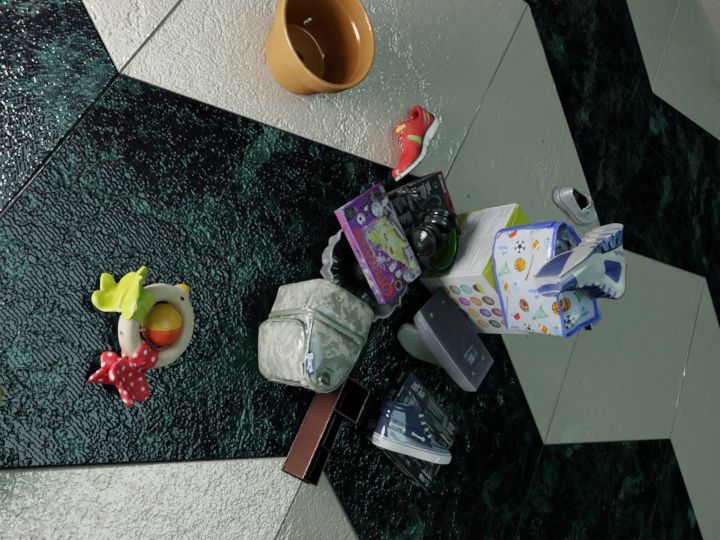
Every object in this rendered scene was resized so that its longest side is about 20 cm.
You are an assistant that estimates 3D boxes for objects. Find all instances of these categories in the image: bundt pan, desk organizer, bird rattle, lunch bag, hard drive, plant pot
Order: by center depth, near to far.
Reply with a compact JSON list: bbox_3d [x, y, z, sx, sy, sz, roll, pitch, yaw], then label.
[{"bbox_3d":[-0.322,0.095,0.842,0.161,0.111,0.206,-10,96,-53],"label":"bird rattle"},{"bbox_3d":[-0.088,0.121,0.949,0.138,0.198,0.171,32,68,-29],"label":"lunch bag"},{"bbox_3d":[-0.088,-0.420,1.026,0.196,0.139,0.206,3,85,-35],"label":"plant pot"},{"bbox_3d":[-0.062,0.298,1.030,0.071,0.076,0.203,37,66,-28],"label":"desk organizer"},{"bbox_3d":[0.350,0.008,1.058,0.122,0.169,0.205,-22,99,-28],"label":"lunch bag"},{"bbox_3d":[0.000,0.000,1.099,0.198,0.075,0.208,3,85,-37],"label":"bundt pan"},{"bbox_3d":[0.197,0.149,1.174,0.202,0.042,0.134,54,39,0],"label":"hard drive"}]

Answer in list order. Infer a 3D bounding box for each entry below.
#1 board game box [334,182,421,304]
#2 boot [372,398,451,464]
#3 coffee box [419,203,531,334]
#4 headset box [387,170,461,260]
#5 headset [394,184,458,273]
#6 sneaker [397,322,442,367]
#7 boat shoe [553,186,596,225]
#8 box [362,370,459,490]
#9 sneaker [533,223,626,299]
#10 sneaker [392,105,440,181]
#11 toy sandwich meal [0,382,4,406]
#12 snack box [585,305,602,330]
[{"bbox_3d":[0.038,-0.053,1.071,0.119,0.032,0.203,-35,107,-29],"label":"board game box"},{"bbox_3d":[0.117,0.326,1.109,0.197,0.072,0.092,25,79,-31],"label":"boot"},{"bbox_3d":[0.293,0.002,1.243,0.200,0.196,0.202,45,63,-25],"label":"coffee box"},{"bbox_3d":[0.128,-0.118,1.204,0.198,0.076,0.152,-30,105,-35],"label":"headset box"},{"bbox_3d":[0.139,-0.087,1.135,0.124,0.092,0.202,-53,132,-30],"label":"headset"},{"bbox_3d":[0.161,0.155,1.226,0.198,0.074,0.083,32,39,-25],"label":"sneaker"},{"bbox_3d":[0.644,-0.185,1.601,0.197,0.066,0.075,19,76,-34],"label":"boat shoe"},{"bbox_3d":[0.113,0.343,1.178,0.201,0.043,0.161,49,61,-24],"label":"box"},{"bbox_3d":[0.401,0.011,0.947,0.197,0.080,0.117,-30,100,-23],"label":"sneaker"},{"bbox_3d":[0.104,-0.283,1.212,0.084,0.077,0.203,35,60,-17],"label":"sneaker"},{"bbox_3d":[-0.550,0.170,0.685,0.201,0.070,0.211,5,81,-32],"label":"toy sandwich meal"},{"bbox_3d":[0.666,0.070,1.624,0.071,0.024,0.204,-30,104,-35],"label":"snack box"}]
